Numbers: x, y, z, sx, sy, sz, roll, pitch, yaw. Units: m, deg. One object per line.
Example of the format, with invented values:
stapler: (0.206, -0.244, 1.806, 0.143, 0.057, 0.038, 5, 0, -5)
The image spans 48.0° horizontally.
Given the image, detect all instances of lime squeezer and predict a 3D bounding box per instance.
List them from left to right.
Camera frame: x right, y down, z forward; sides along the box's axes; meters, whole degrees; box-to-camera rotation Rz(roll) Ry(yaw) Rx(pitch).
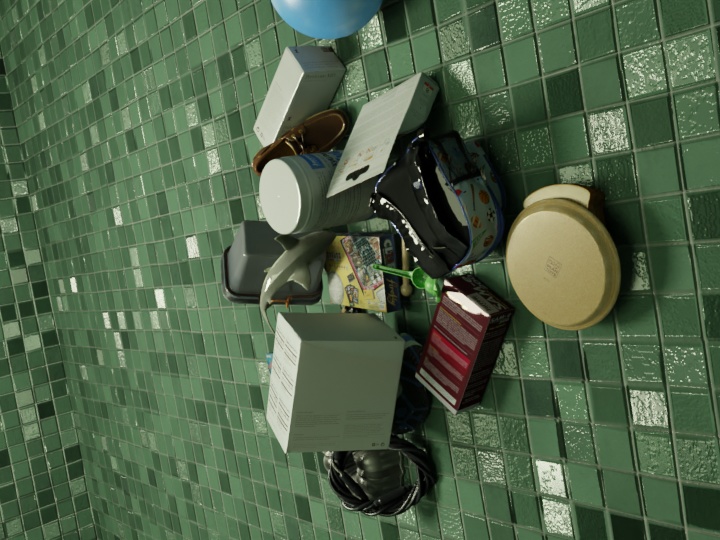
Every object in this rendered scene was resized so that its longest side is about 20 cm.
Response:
lime squeezer: (0.100, 0.015, 1.320, 0.200, 0.070, 0.038, 30, 100, 57)

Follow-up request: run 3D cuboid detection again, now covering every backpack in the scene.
backpack: (0.127, -0.094, 1.223, 0.192, 0.153, 0.200, 68, 152, 15)

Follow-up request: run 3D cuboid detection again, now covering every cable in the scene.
cable: (0.037, 0.375, 1.475, 0.198, 0.051, 0.165, 12, 97, 9)

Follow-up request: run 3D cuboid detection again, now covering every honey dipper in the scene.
honey dipper: (0.079, -0.051, 1.391, 0.038, 0.038, 0.202, 16, 115, 48)

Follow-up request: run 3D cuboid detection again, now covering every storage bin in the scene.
storage bin: (-0.156, -0.015, 1.523, 0.135, 0.198, 0.147, 116, 151, -55)

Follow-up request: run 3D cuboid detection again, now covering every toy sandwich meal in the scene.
toy sandwich meal: (0.285, -0.019, 1.118, 0.204, 0.070, 0.207, 22, 121, 43)

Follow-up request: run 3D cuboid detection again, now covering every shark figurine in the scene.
shark figurine: (-0.123, 0.021, 1.410, 0.089, 0.128, 0.215, 43, 103, 28)

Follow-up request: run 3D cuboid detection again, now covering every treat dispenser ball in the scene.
treat dispenser ball: (-0.054, -0.477, 1.300, 0.200, 0.200, 0.203, 18, 114, 48)

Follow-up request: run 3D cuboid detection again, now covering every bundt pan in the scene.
bundt pan: (-0.007, 0.370, 1.584, 0.201, 0.075, 0.204, 20, 116, 48)

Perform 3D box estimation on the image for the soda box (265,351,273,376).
soda box: (-0.112, 0.195, 1.668, 0.199, 0.068, 0.064, -8, 94, 51)

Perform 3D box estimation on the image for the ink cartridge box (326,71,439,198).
ink cartridge box: (0.036, -0.206, 1.297, 0.162, 0.050, 0.201, -17, 48, 52)

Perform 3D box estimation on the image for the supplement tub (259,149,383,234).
supplement tub: (-0.060, -0.140, 1.403, 0.131, 0.199, 0.133, 17, 113, 47)

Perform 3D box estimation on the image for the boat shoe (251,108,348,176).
boat shoe: (-0.110, -0.226, 1.475, 0.199, 0.068, 0.072, -28, 103, 10)

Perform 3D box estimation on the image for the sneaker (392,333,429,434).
sneaker: (0.081, 0.204, 1.443, 0.077, 0.075, 0.202, -120, 34, -58)

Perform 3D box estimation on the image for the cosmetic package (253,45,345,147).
cosmetic package: (-0.116, -0.317, 1.506, 0.074, 0.101, 0.200, 57, 139, 23)

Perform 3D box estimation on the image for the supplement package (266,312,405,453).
supplement package: (-0.047, 0.189, 1.396, 0.147, 0.190, 0.202, -142, 57, -64)

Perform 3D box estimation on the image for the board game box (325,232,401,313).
board game box: (0.000, 0.000, 1.484, 0.199, 0.034, 0.137, 7, 105, 58)

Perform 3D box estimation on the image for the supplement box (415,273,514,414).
supplement box: (0.165, 0.119, 1.307, 0.109, 0.061, 0.201, 42, 131, 38)

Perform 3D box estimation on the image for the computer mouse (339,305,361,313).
computer mouse: (0.007, 0.162, 1.536, 0.201, 0.044, 0.110, 58, 133, 31)
